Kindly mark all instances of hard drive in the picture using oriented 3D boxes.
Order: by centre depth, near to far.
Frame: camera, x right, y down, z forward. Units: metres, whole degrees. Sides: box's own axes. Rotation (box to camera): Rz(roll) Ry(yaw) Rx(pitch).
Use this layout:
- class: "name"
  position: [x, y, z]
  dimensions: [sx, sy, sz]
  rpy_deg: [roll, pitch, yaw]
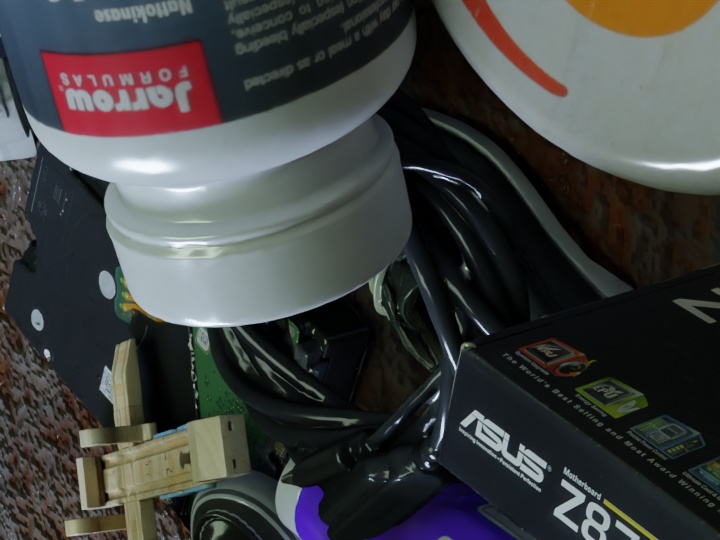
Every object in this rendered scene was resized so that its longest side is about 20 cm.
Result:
- class: "hard drive"
  position: [-0.081, 0.021, 1.033]
  dimensions: [0.200, 0.038, 0.140]
  rpy_deg: [45, 133, 34]

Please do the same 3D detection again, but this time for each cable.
- class: "cable"
  position: [0.000, 0.000, 0.819]
  dimensions: [0.163, 0.051, 0.200]
  rpy_deg: [68, 153, 17]

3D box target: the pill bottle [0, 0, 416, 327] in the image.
- class: "pill bottle"
  position: [-0.048, -0.091, 0.674]
  dimensions: [0.119, 0.119, 0.200]
  rpy_deg: [18, 131, 48]

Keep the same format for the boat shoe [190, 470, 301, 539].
- class: "boat shoe"
  position: [-0.038, 0.183, 0.979]
  dimensions: [0.070, 0.066, 0.200]
  rpy_deg: [0, 112, 29]

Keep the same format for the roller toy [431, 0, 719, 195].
- class: "roller toy"
  position: [0.114, -0.122, 0.656]
  dimensions: [0.182, 0.140, 0.200]
  rpy_deg: [-16, 99, 48]

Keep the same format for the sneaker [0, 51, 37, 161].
- class: "sneaker"
  position: [-0.190, -0.078, 1.043]
  dimensions: [0.200, 0.082, 0.074]
  rpy_deg: [170, 88, -84]

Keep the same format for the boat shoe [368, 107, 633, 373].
- class: "boat shoe"
  position: [0.040, 0.005, 0.855]
  dimensions: [0.200, 0.060, 0.076]
  rpy_deg: [39, 132, 38]

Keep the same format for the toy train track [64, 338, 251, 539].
- class: "toy train track"
  position: [-0.092, 0.082, 0.970]
  dimensions: [0.200, 0.032, 0.115]
  rpy_deg: [157, 107, -66]

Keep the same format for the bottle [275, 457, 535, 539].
- class: "bottle"
  position: [0.046, 0.125, 0.884]
  dimensions: [0.200, 0.065, 0.084]
  rpy_deg: [32, 123, 42]

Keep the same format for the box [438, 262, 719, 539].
- class: "box"
  position: [0.146, 0.067, 0.661]
  dimensions: [0.200, 0.161, 0.049]
  rpy_deg: [37, 128, 41]

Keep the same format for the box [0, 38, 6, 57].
- class: "box"
  position: [-0.151, -0.184, 0.919]
  dimensions: [0.104, 0.200, 0.182]
  rpy_deg: [-32, 77, 53]
